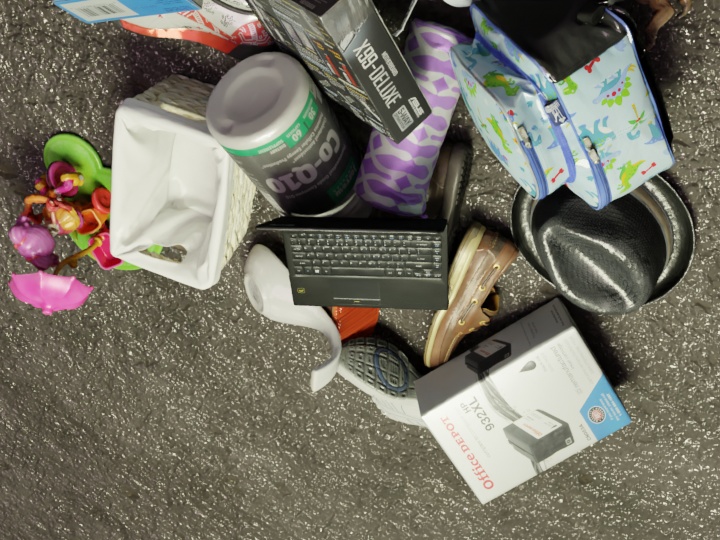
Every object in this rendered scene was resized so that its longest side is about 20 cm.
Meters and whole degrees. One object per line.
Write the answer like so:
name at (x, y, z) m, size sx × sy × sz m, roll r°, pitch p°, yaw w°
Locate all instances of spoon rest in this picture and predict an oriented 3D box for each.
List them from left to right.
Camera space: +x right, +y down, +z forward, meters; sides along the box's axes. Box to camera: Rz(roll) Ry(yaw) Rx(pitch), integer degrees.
spoon rest at (-0.080, 0.050, 1.178) m, size 0.200 × 0.060 × 0.100 m, roll 54°, pitch 152°, yaw 30°

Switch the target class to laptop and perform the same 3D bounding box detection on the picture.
laptop at (0.000, 0.000, 1.000) m, size 0.175 × 0.104 × 0.201 m, roll 2°, pitch 134°, yaw 7°

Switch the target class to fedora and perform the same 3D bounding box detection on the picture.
fedora at (0.246, -0.023, 1.026) m, size 0.199 × 0.092 × 0.202 m, roll 10°, pitch 125°, yaw 14°

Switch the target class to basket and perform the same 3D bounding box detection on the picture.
basket at (-0.194, -0.104, 1.118) m, size 0.135 × 0.124 × 0.201 m, roll 19°, pitch 126°, yaw 8°

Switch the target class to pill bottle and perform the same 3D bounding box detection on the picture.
pill bottle at (-0.064, -0.121, 1.025) m, size 0.112 × 0.114 × 0.200 m, roll -6°, pitch 149°, yaw 24°

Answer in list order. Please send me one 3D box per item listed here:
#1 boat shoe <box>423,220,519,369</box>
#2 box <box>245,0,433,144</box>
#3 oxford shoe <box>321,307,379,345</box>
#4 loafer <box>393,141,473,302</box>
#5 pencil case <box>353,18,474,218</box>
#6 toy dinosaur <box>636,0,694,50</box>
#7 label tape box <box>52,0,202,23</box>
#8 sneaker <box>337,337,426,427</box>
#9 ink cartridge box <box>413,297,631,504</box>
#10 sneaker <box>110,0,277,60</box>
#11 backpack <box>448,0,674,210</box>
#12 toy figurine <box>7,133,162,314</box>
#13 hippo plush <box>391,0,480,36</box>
boat shoe at (0.123, 0.041, 1.129) m, size 0.067 × 0.072 × 0.201 m, roll 22°, pitch 125°, yaw 7°
box at (-0.035, -0.220, 0.921) m, size 0.050 × 0.200 × 0.158 m, roll -43°, pitch 134°, yaw -6°
oxford shoe at (-0.027, 0.019, 1.189) m, size 0.072 × 0.071 × 0.201 m, roll 35°, pitch 145°, yaw 40°
loafer at (0.072, -0.054, 1.092) m, size 0.070 × 0.073 × 0.202 m, roll 18°, pitch 117°, yaw 14°
pencil case at (0.060, -0.148, 0.987) m, size 0.085 × 0.084 × 0.201 m, roll 13°, pitch 109°, yaw -20°
toy dinosaur at (0.265, -0.285, 0.856) m, size 0.199 × 0.086 × 0.136 m, roll -29°, pitch 102°, yaw 27°
label tape box at (-0.221, -0.356, 0.977) m, size 0.143 × 0.063 × 0.202 m, roll 0°, pitch 81°, yaw 24°
sneaker at (0.045, 0.151, 1.215) m, size 0.199 × 0.075 × 0.087 m, roll 30°, pitch 138°, yaw -19°
ink cartridge box at (0.182, 0.151, 1.132) m, size 0.199 × 0.084 × 0.146 m, roll -31°, pitch 110°, yaw 10°
sneaker at (-0.174, -0.293, 1.021) m, size 0.200 × 0.067 × 0.109 m, roll 17°, pitch 126°, yaw 5°
backpack at (0.180, -0.153, 0.898) m, size 0.146 × 0.183 × 0.200 m, roll -35°, pitch 125°, yaw 5°
toy figurine at (-0.355, -0.039, 1.184) m, size 0.149 × 0.184 × 0.201 m, roll -17°, pitch 115°, yaw 29°
hippo plush at (0.043, -0.323, 0.884) m, size 0.161 × 0.159 × 0.200 m, roll 42°, pitch 89°, yaw 22°
